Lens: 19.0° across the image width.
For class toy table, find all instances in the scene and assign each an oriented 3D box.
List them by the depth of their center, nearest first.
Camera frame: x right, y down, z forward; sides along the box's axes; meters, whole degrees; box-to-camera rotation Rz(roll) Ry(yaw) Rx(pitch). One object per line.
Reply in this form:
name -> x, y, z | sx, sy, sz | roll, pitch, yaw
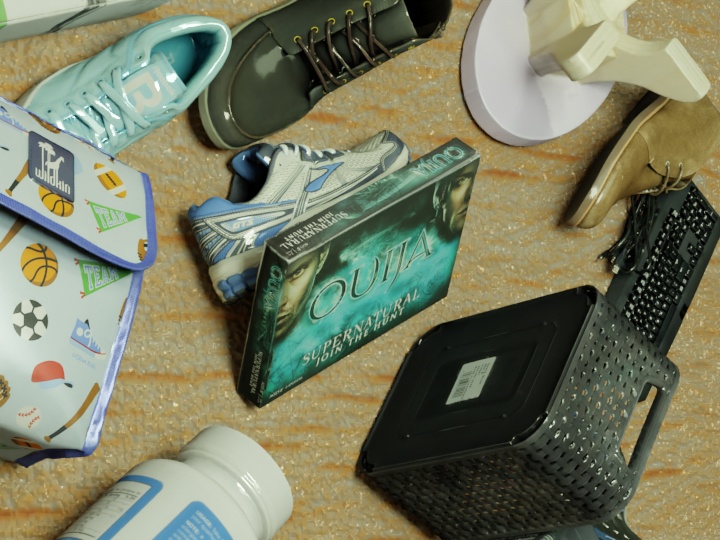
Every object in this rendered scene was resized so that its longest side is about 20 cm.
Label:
toy table -> 0.177, -0.189, 1.681 | 0.184, 0.117, 0.201 | 41, 55, -20

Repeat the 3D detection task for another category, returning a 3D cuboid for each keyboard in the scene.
keyboard -> 0.242, 0.001, 1.740 | 0.104, 0.040, 0.200 | 44, 55, -23

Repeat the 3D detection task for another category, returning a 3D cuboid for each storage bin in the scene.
storage bin -> 0.108, 0.103, 1.501 | 0.094, 0.200, 0.136 | 42, 57, -24

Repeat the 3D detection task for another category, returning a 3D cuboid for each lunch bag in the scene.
lunch bag -> -0.223, -0.003, 1.307 | 0.170, 0.124, 0.201 | 28, 66, -31

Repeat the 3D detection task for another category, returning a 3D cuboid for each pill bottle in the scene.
pill bottle -> -0.132, 0.189, 1.345 | 0.200, 0.112, 0.113 | -43, 106, -36

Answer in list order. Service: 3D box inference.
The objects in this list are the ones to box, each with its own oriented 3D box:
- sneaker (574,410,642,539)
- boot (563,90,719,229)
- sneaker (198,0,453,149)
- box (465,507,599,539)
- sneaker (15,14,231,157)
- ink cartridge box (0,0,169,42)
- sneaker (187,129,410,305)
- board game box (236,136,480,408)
sneaker -> 0.163, 0.188, 1.613 | 0.075, 0.077, 0.201 | 1, 60, -23
boot -> 0.233, -0.087, 1.724 | 0.075, 0.074, 0.200 | 43, 52, -1
sneaker -> -0.025, -0.157, 1.512 | 0.200, 0.106, 0.075 | -47, 120, -37
box -> 0.101, 0.301, 1.500 | 0.196, 0.124, 0.201 | -33, 100, -37
sneaker -> -0.161, -0.115, 1.416 | 0.074, 0.082, 0.200 | 53, 53, -15
ink cartridge box -> -0.222, -0.227, 1.393 | 0.199, 0.084, 0.147 | -17, 90, -40
sneaker -> -0.042, -0.060, 1.506 | 0.200, 0.077, 0.085 | -38, 96, -40
board game box -> 0.000, 0.000, 1.496 | 0.028, 0.136, 0.200 | 36, 45, 26
